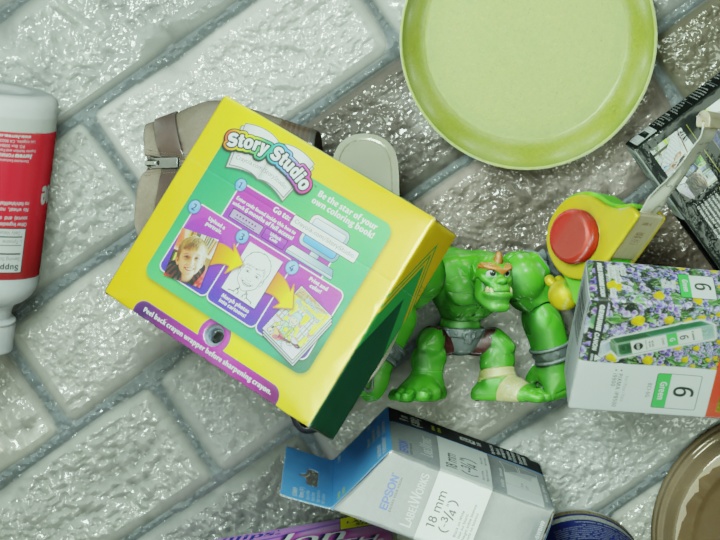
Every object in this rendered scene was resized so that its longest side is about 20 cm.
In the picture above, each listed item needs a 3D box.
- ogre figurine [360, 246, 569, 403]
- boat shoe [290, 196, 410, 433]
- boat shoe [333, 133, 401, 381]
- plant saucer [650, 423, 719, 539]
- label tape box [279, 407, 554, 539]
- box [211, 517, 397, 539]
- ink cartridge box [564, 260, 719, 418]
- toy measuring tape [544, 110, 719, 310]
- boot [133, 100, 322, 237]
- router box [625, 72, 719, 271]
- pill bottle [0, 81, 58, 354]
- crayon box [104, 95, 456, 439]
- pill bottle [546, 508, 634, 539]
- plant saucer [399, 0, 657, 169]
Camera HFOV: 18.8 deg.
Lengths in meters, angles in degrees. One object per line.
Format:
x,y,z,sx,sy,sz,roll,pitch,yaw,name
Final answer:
0.081,0.042,1.682,0.198,0.098,0.121,1,89,-9,ogre figurine
-0.004,0.038,1.698,0.071,0.065,0.201,25,98,-3,boat shoe
0.000,0.000,1.637,0.072,0.063,0.202,4,69,0,boat shoe
0.333,0.213,1.749,0.198,0.029,0.202,0,100,0,plant saucer
0.043,0.160,1.679,0.199,0.144,0.064,20,99,-4,label tape box
-0.050,0.269,1.668,0.174,0.200,0.098,-9,99,2,box
0.260,0.056,1.648,0.198,0.051,0.110,5,127,-3,ink cartridge box
0.197,-0.055,1.653,0.073,0.074,0.201,31,113,-5,toy measuring tape
-0.102,-0.030,1.672,0.145,0.070,0.202,-1,82,14,boot
0.324,-0.060,1.691,0.149,0.051,0.201,-36,98,3,router box
-0.296,-0.041,1.660,0.111,0.112,0.202,8,100,-2,pill bottle
-0.059,-0.004,1.580,0.199,0.058,0.173,31,88,24,crayon box
0.174,0.263,1.669,0.115,0.200,0.117,0,99,0,pill bottle
0.128,-0.179,1.681,0.198,0.031,0.202,0,100,-1,plant saucer
